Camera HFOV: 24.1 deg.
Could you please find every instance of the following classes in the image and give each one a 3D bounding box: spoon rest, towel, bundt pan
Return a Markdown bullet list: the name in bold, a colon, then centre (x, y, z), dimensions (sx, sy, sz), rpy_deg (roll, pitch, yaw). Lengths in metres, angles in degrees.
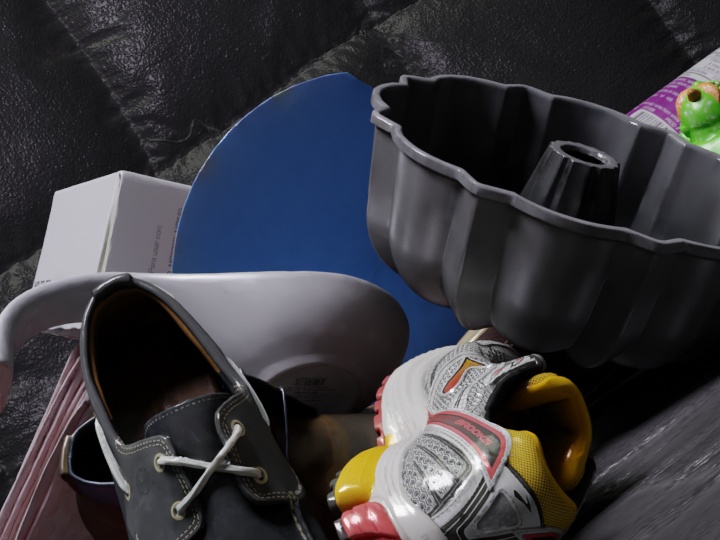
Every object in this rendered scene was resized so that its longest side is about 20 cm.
- **spoon rest**: centre (-0.072, 0.033, 0.762), dimensions (0.198, 0.061, 0.100), rpy_deg (3, -43, -23)
- **towel**: centre (-0.139, 0.147, 0.962), dimensions (0.192, 0.032, 0.200), rpy_deg (-66, -26, -2)
- **bundt pan**: centre (0.090, -0.018, 0.762), dimensions (0.202, 0.201, 0.076), rpy_deg (-32, -38, -64)

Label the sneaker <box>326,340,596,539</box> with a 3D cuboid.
- **sneaker**: centre (0.052, 0.069, 0.619), dimensions (0.082, 0.078, 0.200), rpy_deg (-29, 8, 14)

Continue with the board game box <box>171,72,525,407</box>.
- **board game box**: centre (0.000, 0.000, 0.850), dimensions (0.159, 0.199, 0.039), rpy_deg (-63, 17, -7)

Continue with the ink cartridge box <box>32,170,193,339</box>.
- **ink cartridge box**: centre (-0.068, 0.011, 0.925), dimensions (0.198, 0.085, 0.144), rpy_deg (11, -7, -23)

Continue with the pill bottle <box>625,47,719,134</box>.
- **pill bottle**: centre (0.255, -0.091, 1.138), dimensions (0.199, 0.113, 0.112), rpy_deg (-35, -2, -9)

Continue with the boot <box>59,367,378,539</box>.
- **boot**: centre (-0.031, 0.086, 0.727), dimensions (0.198, 0.075, 0.097), rpy_deg (-14, -30, 7)

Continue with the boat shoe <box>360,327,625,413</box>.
- **boat shoe**: centre (0.060, 0.074, 0.806), dimensions (0.199, 0.073, 0.072), rpy_deg (-28, 21, -12)

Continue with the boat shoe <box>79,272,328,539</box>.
- **boat shoe**: centre (-0.060, 0.081, 0.626), dimensions (0.071, 0.200, 0.068), rpy_deg (-22, -45, -10)

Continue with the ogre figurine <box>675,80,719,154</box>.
- **ogre figurine**: centre (0.220, -0.057, 0.951), dimensions (0.198, 0.099, 0.120), rpy_deg (0, 2, 28)
